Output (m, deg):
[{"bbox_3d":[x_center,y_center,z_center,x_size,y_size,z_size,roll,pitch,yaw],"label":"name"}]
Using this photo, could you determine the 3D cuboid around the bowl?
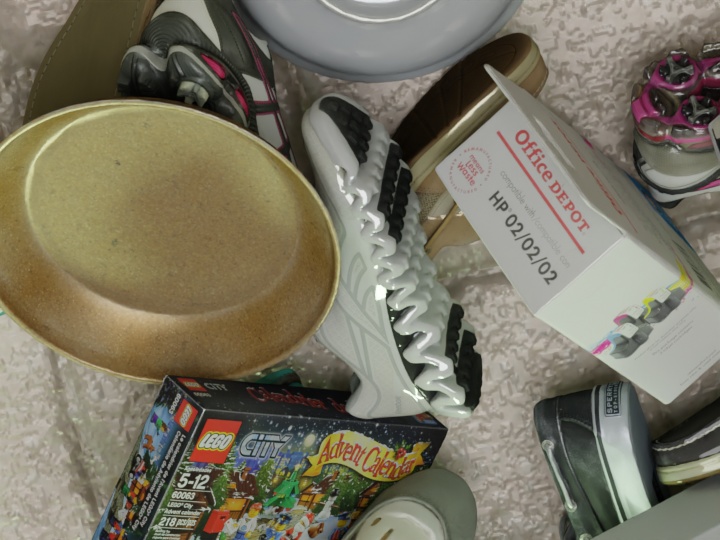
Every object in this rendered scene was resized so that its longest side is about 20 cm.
[{"bbox_3d":[0.009,-0.188,1.576,0.200,0.090,0.202,-1,108,-3],"label":"bowl"}]

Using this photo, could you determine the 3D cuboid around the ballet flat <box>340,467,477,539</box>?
[{"bbox_3d":[0.002,0.179,1.624,0.067,0.064,0.200,41,66,7],"label":"ballet flat"}]

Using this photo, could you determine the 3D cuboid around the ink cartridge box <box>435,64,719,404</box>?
[{"bbox_3d":[0.115,-0.018,1.570,0.068,0.115,0.200,-42,144,11],"label":"ink cartridge box"}]

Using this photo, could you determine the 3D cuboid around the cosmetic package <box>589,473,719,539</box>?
[{"bbox_3d":[0.200,0.197,1.664,0.051,0.200,0.152,11,113,41],"label":"cosmetic package"}]

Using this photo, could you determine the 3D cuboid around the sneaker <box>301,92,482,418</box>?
[{"bbox_3d":[0.000,0.000,1.588,0.081,0.075,0.201,-11,118,19],"label":"sneaker"}]

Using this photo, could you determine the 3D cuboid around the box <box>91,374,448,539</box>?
[{"bbox_3d":[-0.054,0.132,1.643,0.199,0.038,0.137,7,114,-47],"label":"box"}]

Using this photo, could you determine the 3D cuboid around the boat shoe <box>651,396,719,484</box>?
[{"bbox_3d":[0.247,0.052,1.675,0.200,0.072,0.066,-28,97,-2],"label":"boat shoe"}]

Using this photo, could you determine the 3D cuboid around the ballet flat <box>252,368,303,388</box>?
[{"bbox_3d":[-0.099,0.133,1.689,0.070,0.067,0.201,33,109,28],"label":"ballet flat"}]

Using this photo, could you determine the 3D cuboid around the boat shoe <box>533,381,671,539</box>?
[{"bbox_3d":[0.145,0.157,1.700,0.068,0.074,0.200,-10,122,16],"label":"boat shoe"}]

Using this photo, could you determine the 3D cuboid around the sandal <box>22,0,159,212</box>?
[{"bbox_3d":[-0.120,-0.128,1.604,0.069,0.077,0.213,11,95,-45],"label":"sandal"}]

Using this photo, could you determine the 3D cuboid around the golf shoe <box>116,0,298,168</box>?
[{"bbox_3d":[-0.064,-0.078,1.602,0.077,0.088,0.200,6,146,20],"label":"golf shoe"}]

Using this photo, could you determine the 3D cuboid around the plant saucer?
[{"bbox_3d":[-0.107,-0.022,1.557,0.199,0.036,0.201,4,133,5],"label":"plant saucer"}]

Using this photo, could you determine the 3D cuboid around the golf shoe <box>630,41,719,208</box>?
[{"bbox_3d":[0.245,-0.092,1.635,0.199,0.073,0.092,-14,141,-3],"label":"golf shoe"}]

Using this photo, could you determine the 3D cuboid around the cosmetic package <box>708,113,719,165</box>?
[{"bbox_3d":[0.288,-0.032,1.583,0.199,0.106,0.071,21,131,-36],"label":"cosmetic package"}]

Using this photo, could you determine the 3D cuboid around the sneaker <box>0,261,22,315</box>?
[{"bbox_3d":[-0.187,-0.006,1.626,0.199,0.093,0.071,-19,108,5],"label":"sneaker"}]

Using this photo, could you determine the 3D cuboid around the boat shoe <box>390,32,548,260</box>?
[{"bbox_3d":[0.044,-0.046,1.638,0.064,0.071,0.200,35,114,-17],"label":"boat shoe"}]
